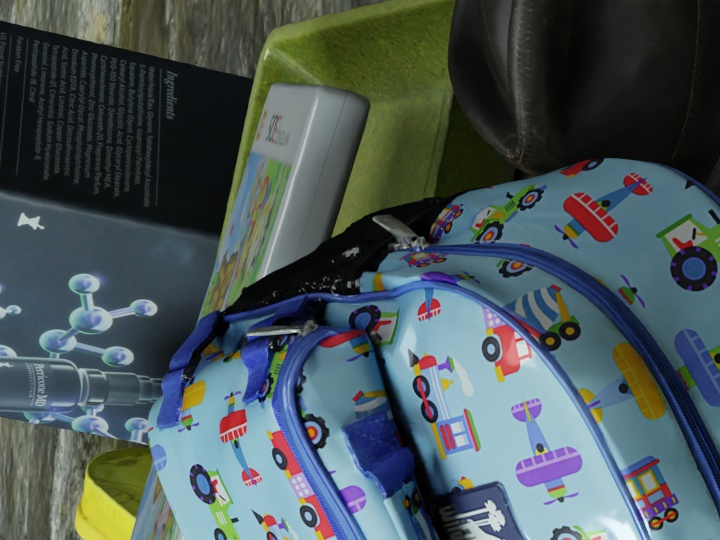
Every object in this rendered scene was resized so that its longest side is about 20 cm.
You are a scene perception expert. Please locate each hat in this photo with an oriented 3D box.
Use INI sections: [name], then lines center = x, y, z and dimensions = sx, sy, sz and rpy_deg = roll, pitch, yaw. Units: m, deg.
[hat]
center = 0.075, -0.076, 0.871
dimensions = 0.201, 0.081, 0.201
rpy_deg = -176, 90, -66

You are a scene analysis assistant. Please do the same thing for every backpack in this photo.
[backpack]
center = 0.051, 0.064, 0.808
dimensions = 0.200, 0.134, 0.183
rpy_deg = -15, 100, 58

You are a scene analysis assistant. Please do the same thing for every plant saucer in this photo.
[plant saucer]
center = 0.000, 0.000, 1.050
dimensions = 0.200, 0.048, 0.200
rpy_deg = -2, 75, 66

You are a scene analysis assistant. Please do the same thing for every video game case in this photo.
[video game case]
center = -0.045, 0.030, 0.981
dimensions = 0.182, 0.022, 0.200
rpy_deg = -148, 75, -82

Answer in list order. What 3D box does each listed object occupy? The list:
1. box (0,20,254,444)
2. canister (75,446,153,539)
[box]
center = -0.143, -0.018, 1.215
dimensions = 0.149, 0.200, 0.107
rpy_deg = 116, 159, -44
[canister]
center = -0.068, 0.193, 1.150
dimensions = 0.148, 0.086, 0.200
rpy_deg = 30, 117, 49
